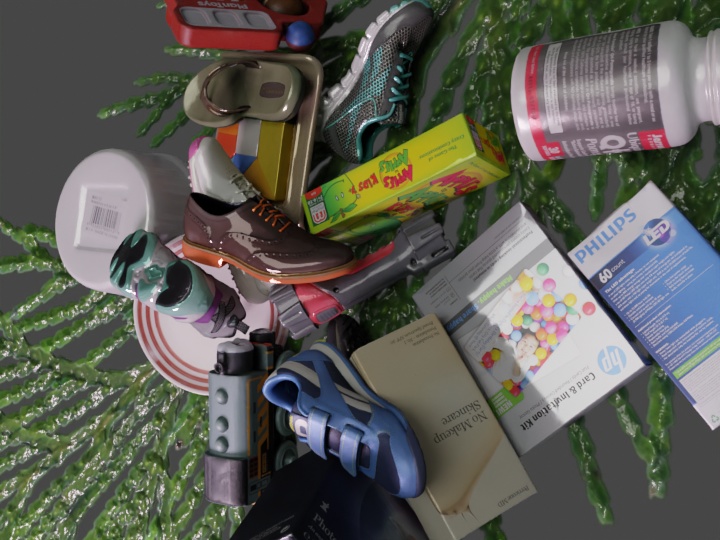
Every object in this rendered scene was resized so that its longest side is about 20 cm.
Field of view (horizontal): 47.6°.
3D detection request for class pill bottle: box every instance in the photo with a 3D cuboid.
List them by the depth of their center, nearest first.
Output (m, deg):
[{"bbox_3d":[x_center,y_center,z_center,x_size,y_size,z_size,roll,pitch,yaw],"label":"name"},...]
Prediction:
[{"bbox_3d":[0.248,-0.166,0.751,0.198,0.110,0.112,-3,84,30],"label":"pill bottle"}]

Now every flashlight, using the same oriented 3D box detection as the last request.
[{"bbox_3d":[0.000,0.000,0.883,0.199,0.068,0.068,-30,100,5],"label":"flashlight"}]

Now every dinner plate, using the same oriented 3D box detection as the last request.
[{"bbox_3d":[-0.180,0.051,1.000,0.197,0.024,0.203,1,94,9],"label":"dinner plate"}]

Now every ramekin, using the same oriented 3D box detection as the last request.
[{"bbox_3d":[-0.305,-0.062,1.067,0.198,0.097,0.203,-3,84,30],"label":"ramekin"}]

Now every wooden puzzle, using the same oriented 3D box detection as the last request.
[{"bbox_3d":[-0.122,-0.153,0.964,0.184,0.037,0.203,16,105,44],"label":"wooden puzzle"}]

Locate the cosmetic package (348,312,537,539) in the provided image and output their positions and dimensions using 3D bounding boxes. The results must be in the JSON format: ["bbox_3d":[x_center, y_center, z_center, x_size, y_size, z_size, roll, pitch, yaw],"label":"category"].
[{"bbox_3d":[0.074,0.157,0.811,0.103,0.073,0.201,-24,72,-21],"label":"cosmetic package"}]

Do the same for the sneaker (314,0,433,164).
[{"bbox_3d":[0.028,-0.203,0.909,0.091,0.077,0.201,48,118,21],"label":"sneaker"}]

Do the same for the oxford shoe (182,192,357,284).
[{"bbox_3d":[-0.097,-0.036,0.843,0.198,0.071,0.073,10,114,15],"label":"oxford shoe"}]

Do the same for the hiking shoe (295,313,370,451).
[{"bbox_3d":[-0.034,0.151,0.904,0.100,0.076,0.203,-8,82,25],"label":"hiking shoe"}]

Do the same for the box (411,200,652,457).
[{"bbox_3d":[0.165,0.058,0.819,0.156,0.041,0.201,-41,68,21],"label":"box"}]

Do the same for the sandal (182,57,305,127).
[{"bbox_3d":[-0.142,-0.207,0.925,0.200,0.057,0.081,6,92,45],"label":"sandal"}]

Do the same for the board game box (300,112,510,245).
[{"bbox_3d":[0.047,-0.090,0.865,0.198,0.101,0.048,-24,74,26],"label":"board game box"}]

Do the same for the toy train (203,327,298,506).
[{"bbox_3d":[-0.125,0.169,0.924,0.084,0.114,0.203,4,95,28],"label":"toy train"}]

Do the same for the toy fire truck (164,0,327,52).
[{"bbox_3d":[-0.128,-0.298,0.928,0.169,0.198,0.113,62,143,38],"label":"toy fire truck"}]

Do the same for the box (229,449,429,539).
[{"bbox_3d":[-0.018,0.293,0.777,0.123,0.198,0.201,-34,95,21],"label":"box"}]

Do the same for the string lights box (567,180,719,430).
[{"bbox_3d":[0.293,0.029,0.737,0.103,0.059,0.201,-43,67,19],"label":"string lights box"}]

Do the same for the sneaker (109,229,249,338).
[{"bbox_3d":[-0.200,0.030,0.944,0.199,0.140,0.078,31,84,47],"label":"sneaker"}]

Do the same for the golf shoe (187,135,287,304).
[{"bbox_3d":[-0.122,-0.063,0.920,0.091,0.075,0.202,-15,108,27],"label":"golf shoe"}]

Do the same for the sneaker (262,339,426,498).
[{"bbox_3d":[-0.017,0.147,0.763,0.200,0.082,0.075,38,133,41],"label":"sneaker"}]
